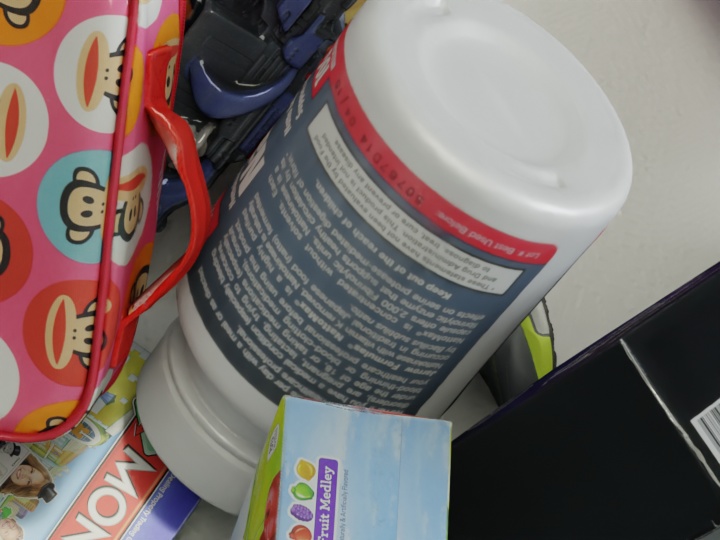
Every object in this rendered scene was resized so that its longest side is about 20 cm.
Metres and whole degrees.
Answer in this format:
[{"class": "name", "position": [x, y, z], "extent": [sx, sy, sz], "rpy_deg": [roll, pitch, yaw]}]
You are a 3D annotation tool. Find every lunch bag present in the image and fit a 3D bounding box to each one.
[{"class": "lunch bag", "position": [-0.139, -0.041, 1.011], "extent": [0.175, 0.082, 0.202], "rpy_deg": [13, 105, 8]}]

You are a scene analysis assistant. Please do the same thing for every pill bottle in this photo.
[{"class": "pill bottle", "position": [0.000, 0.000, 1.029], "extent": [0.119, 0.200, 0.120], "rpy_deg": [25, 36, -20]}]

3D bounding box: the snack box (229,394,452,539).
[{"class": "snack box", "position": [-0.023, 0.169, 0.971], "extent": [0.067, 0.201, 0.170], "rpy_deg": [9, 54, -7]}]

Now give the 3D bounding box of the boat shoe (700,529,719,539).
[{"class": "boat shoe", "position": [0.174, 0.107, 1.056], "extent": [0.072, 0.200, 0.071], "rpy_deg": [-30, 85, -14]}]

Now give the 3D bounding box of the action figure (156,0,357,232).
[{"class": "action figure", "position": [-0.050, -0.125, 1.061], "extent": [0.193, 0.200, 0.105], "rpy_deg": [43, 27, -14]}]

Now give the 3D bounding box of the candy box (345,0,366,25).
[{"class": "candy box", "position": [-0.056, -0.192, 1.150], "extent": [0.199, 0.055, 0.116], "rpy_deg": [34, 31, -1]}]

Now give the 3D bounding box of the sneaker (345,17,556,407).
[{"class": "sneaker", "position": [0.009, -0.010, 1.134], "extent": [0.081, 0.074, 0.200], "rpy_deg": [-34, 77, -10]}]

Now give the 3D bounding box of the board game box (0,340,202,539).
[{"class": "board game box", "position": [-0.152, 0.104, 1.074], "extent": [0.134, 0.029, 0.201], "rpy_deg": [34, 68, 1]}]

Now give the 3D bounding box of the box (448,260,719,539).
[{"class": "box", "position": [0.124, 0.049, 1.032], "extent": [0.200, 0.141, 0.079], "rpy_deg": [-29, 82, -47]}]
